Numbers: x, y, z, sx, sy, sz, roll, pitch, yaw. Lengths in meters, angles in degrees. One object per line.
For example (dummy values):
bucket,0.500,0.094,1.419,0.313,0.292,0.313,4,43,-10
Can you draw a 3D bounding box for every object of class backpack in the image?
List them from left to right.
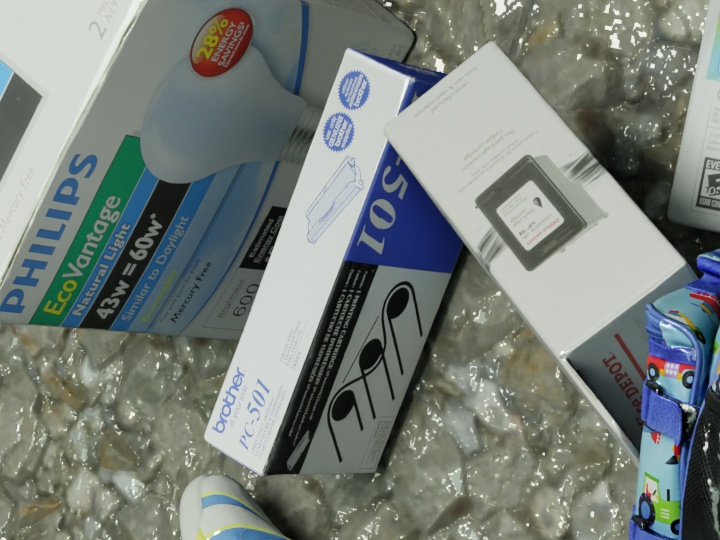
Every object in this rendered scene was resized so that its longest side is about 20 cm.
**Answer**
backpack,0.195,0.026,0.808,0.134,0.182,0.202,14,112,36

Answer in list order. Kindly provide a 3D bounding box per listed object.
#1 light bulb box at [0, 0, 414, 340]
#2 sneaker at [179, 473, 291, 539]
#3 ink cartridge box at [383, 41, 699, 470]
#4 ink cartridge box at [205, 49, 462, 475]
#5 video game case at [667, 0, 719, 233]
light bulb box,-0.112,-0.082,1.049,0.125,0.199,0.199,40,109,31
sneaker,-0.008,0.172,1.041,0.105,0.076,0.201,-35,74,16
ink cartridge box,0.101,0.007,0.909,0.067,0.116,0.200,-37,51,2
ink cartridge box,0.000,0.000,1.017,0.044,0.094,0.201,28,102,34
video game case,0.239,-0.092,0.904,0.199,0.024,0.184,14,94,37
